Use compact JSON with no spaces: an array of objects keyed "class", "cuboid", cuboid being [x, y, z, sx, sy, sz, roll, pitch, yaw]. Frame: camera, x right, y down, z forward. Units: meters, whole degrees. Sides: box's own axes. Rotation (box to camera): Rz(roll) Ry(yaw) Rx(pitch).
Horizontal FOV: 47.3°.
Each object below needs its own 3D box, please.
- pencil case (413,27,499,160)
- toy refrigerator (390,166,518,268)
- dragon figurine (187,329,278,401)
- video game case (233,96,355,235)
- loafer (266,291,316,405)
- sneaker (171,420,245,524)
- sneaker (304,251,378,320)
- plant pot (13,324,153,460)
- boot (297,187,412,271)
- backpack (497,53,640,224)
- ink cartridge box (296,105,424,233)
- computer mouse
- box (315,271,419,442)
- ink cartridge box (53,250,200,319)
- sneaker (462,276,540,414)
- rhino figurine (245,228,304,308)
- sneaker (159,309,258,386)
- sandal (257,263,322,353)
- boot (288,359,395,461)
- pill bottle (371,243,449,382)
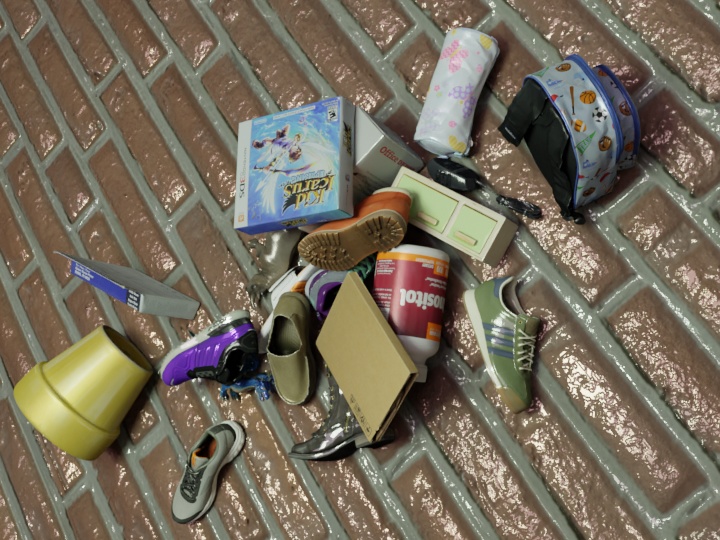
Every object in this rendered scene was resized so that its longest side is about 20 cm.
[{"class":"pencil case","cuboid":[0.152,-0.279,1.298,0.091,0.083,0.200,15,88,26]},{"class":"toy refrigerator","cuboid":[0.135,-0.085,1.276,0.200,0.070,0.076,31,96,29]},{"class":"dragon figurine","cuboid":[-0.216,0.160,1.429,0.099,0.059,0.200,-44,64,15]},{"class":"video game case","cuboid":[-0.104,-0.159,1.272,0.200,0.045,0.182,-8,74,31]},{"class":"loafer","cuboid":[-0.119,0.135,1.339,0.076,0.067,0.201,3,110,22]},{"class":"sneaker","cuboid":[-0.279,0.346,1.417,0.074,0.079,0.200,31,97,28]},{"class":"sneaker","cuboid":[0.000,0.000,1.312,0.200,0.074,0.088,-45,30,10]},{"class":"plant pot","cuboid":[-0.491,0.212,1.507,0.189,0.201,0.201,-45,61,-4]},{"class":"boot","cuboid":[-0.005,-0.066,1.277,0.200,0.075,0.107,-17,33,32]},{"class":"backpack","cuboid":[0.298,-0.198,1.140,0.154,0.191,0.200,-32,66,2]},{"class":"ink cartridge box","cuboid":[-0.015,-0.147,1.328,0.200,0.145,0.084,-45,60,14]},{"class":"computer mouse","cuboid":[0.186,-0.121,1.270,0.200,0.059,0.034,32,118,26]},{"class":"box","cuboid":[0.005,0.128,1.226,0.200,0.021,0.164,58,138,35]},{"class":"ink cartridge box","cuboid":[-0.427,0.029,1.490,0.199,0.200,0.041,23,92,31]},{"class":"sneaker","cuboid":[0.222,0.098,1.192,0.090,0.067,0.201,-31,64,26]},{"class":"rhino figurine","cuboid":[-0.153,-0.028,1.431,0.087,0.060,0.200,23,93,33]},{"class":"sneaker","cuboid":[-0.250,0.156,1.373,0.200,0.070,0.100,-36,68,19]},{"class":"sandal","cuboid":[-0.130,0.048,1.392,0.059,0.079,0.207,45,105,27]},{"class":"boot","cuboid":[-0.036,0.209,1.323,0.200,0.069,0.175,-19,69,17]},{"class":"pill bottle","cuboid":[0.071,0.066,1.258,0.113,0.113,0.201,4,83,29]}]
